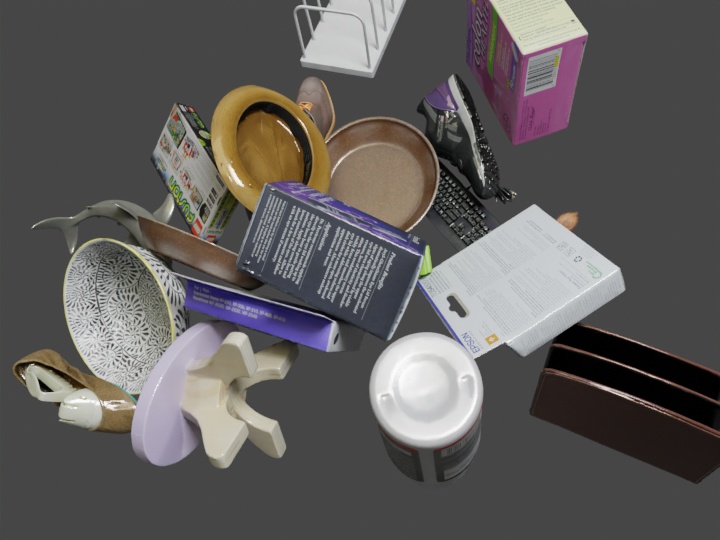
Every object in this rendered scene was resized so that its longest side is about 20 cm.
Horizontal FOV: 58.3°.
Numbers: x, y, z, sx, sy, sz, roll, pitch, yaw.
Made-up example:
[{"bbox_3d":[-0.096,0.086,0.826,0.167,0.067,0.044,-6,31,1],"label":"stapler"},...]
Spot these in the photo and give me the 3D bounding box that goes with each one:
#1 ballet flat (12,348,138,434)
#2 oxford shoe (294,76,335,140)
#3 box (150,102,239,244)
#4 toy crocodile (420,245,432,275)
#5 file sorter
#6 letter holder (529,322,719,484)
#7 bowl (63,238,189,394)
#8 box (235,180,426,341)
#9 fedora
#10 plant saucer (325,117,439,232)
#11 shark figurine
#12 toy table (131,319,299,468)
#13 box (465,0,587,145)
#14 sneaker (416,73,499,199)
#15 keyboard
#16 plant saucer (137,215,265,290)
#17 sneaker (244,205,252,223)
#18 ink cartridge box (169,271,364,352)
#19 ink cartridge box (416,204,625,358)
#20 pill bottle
[{"bbox_3d":[-0.375,0.160,0.833,0.197,0.072,0.069,26,102,21],"label":"ballet flat"},{"bbox_3d":[-0.080,-0.241,1.021,0.069,0.073,0.205,-4,60,6],"label":"oxford shoe"},{"bbox_3d":[-0.251,-0.148,0.980,0.111,0.034,0.201,-53,57,29],"label":"box"},{"bbox_3d":[0.000,0.000,0.874,0.195,0.062,0.069,-13,100,10],"label":"toy crocodile"},{"bbox_3d":[-0.018,-0.458,1.107,0.135,0.125,0.204,13,63,16],"label":"file sorter"},{"bbox_3d":[0.301,0.130,0.711,0.196,0.143,0.102,20,64,19],"label":"letter holder"},{"bbox_3d":[-0.290,0.050,0.855,0.197,0.205,0.094,25,24,21],"label":"bowl"},{"bbox_3d":[-0.027,-0.019,0.767,0.196,0.148,0.106,24,101,2],"label":"box"},{"bbox_3d":[-0.134,-0.152,0.900,0.197,0.081,0.206,16,63,-32],"label":"fedora"},{"bbox_3d":[0.019,-0.126,0.940,0.195,0.037,0.206,-4,70,11],"label":"plant saucer"},{"bbox_3d":[-0.365,-0.079,0.953,0.209,0.090,0.131,14,78,12],"label":"shark figurine"},{"bbox_3d":[-0.161,0.148,0.764,0.114,0.186,0.203,4,49,24],"label":"toy table"},{"bbox_3d":[0.237,-0.331,0.964,0.094,0.177,0.204,-17,59,-2],"label":"box"},{"bbox_3d":[0.140,-0.181,0.948,0.086,0.075,0.205,-26,62,26],"label":"sneaker"},{"bbox_3d":[0.146,-0.116,0.947,0.126,0.021,0.201,-33,62,-10],"label":"keyboard"},{"bbox_3d":[-0.204,-0.016,0.850,0.196,0.200,0.037,19,84,18],"label":"plant saucer"},{"bbox_3d":[-0.138,-0.122,0.967,0.080,0.071,0.204,-14,65,-13],"label":"sneaker"},{"bbox_3d":[-0.108,0.055,0.787,0.193,0.200,0.045,15,85,16],"label":"ink cartridge box"},{"bbox_3d":[0.185,0.018,0.798,0.197,0.041,0.200,-31,31,1],"label":"ink cartridge box"},{"bbox_3d":[0.074,0.160,0.694,0.111,0.202,0.117,-4,59,6],"label":"pill bottle"}]
